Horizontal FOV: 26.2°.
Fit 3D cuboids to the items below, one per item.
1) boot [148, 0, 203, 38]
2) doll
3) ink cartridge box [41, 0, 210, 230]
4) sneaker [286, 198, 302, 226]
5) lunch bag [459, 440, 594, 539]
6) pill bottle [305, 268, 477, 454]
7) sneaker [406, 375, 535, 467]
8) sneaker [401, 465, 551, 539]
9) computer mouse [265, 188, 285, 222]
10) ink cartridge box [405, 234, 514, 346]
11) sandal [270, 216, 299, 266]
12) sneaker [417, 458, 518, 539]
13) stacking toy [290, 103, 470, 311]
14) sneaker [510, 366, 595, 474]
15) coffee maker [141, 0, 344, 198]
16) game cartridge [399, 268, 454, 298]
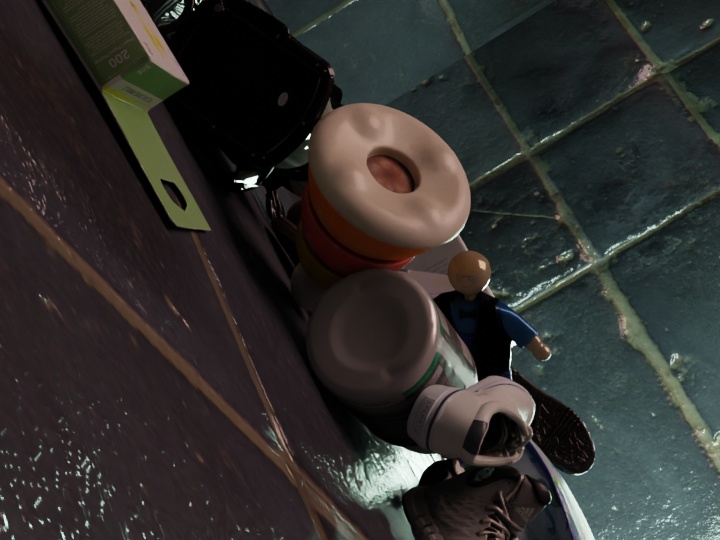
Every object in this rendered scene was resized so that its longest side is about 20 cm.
[{"bbox_3d":[-0.212,-0.321,1.546,0.201,0.065,0.165,57,2,16],"label":"boot"},{"bbox_3d":[0.108,0.077,1.427,0.048,0.135,0.202,-44,133,-60],"label":"doll"},{"bbox_3d":[-0.148,-0.126,1.063,0.201,0.048,0.146,58,4,2],"label":"ink cartridge box"},{"bbox_3d":[-0.010,0.017,1.516,0.201,0.070,0.076,59,4,0],"label":"sneaker"},{"bbox_3d":[0.183,0.282,1.600,0.200,0.127,0.170,51,-1,31],"label":"lunch bag"},{"bbox_3d":[0.036,0.085,1.313,0.114,0.113,0.200,62,5,28],"label":"pill bottle"},{"bbox_3d":[0.108,0.134,1.282,0.070,0.074,0.200,27,12,26],"label":"sneaker"},{"bbox_3d":[0.105,0.214,1.229,0.075,0.115,0.200,58,5,-31],"label":"sneaker"},{"bbox_3d":[-0.105,-0.107,1.572,0.201,0.034,0.059,-107,-177,-51],"label":"computer mouse"},{"bbox_3d":[0.106,0.043,2.138,0.201,0.145,0.085,63,5,31],"label":"ink cartridge box"},{"bbox_3d":[0.000,0.000,1.441,0.199,0.055,0.082,26,-26,34],"label":"sandal"},{"bbox_3d":[0.103,0.246,1.405,0.115,0.076,0.201,46,4,-35],"label":"sneaker"},{"bbox_3d":[-0.010,-0.028,1.308,0.145,0.200,0.147,17,45,-18],"label":"stacking toy"},{"bbox_3d":[0.171,0.156,1.721,0.200,0.060,0.104,42,-16,6],"label":"sneaker"},{"bbox_3d":[-0.090,-0.161,1.371,0.193,0.134,0.200,60,4,12],"label":"coffee maker"},{"bbox_3d":[0.076,0.066,1.547,0.200,0.038,0.131,9,65,-61],"label":"game cartridge"}]
